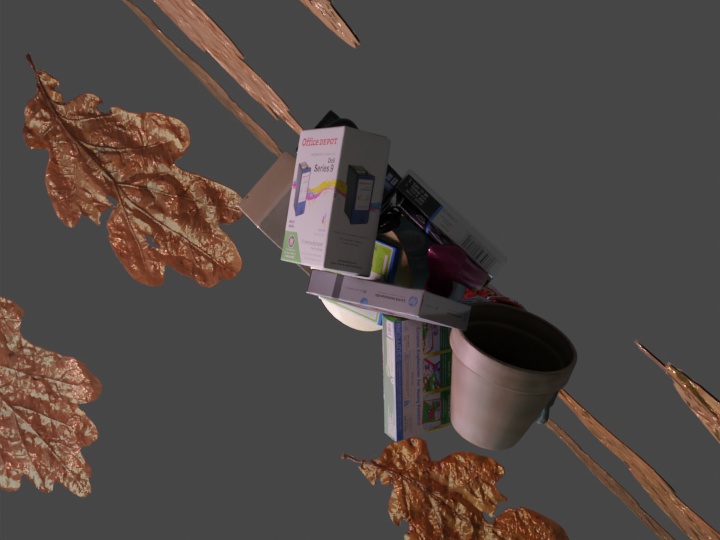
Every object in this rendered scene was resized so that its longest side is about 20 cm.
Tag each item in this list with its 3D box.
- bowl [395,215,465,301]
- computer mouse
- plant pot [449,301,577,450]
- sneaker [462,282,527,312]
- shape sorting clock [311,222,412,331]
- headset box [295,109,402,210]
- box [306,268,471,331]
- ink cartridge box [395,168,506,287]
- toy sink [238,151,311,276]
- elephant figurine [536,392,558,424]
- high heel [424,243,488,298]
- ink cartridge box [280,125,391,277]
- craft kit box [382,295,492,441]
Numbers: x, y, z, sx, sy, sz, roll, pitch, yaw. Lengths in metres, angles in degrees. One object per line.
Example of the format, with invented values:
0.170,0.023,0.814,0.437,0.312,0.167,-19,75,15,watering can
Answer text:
0.084,-0.019,1.438,0.200,0.198,0.107,42,146,39,bowl
-0.025,-0.128,1.339,0.203,0.139,0.046,62,-164,11,computer mouse
0.217,0.174,1.320,0.196,0.177,0.201,12,-154,-6,plant pot
0.219,0.052,1.468,0.200,0.068,0.108,39,178,20,sneaker
0.000,0.000,1.381,0.200,0.201,0.039,43,-147,12,shape sorting clock
-0.017,-0.164,1.462,0.174,0.093,0.200,44,178,3,headset box
0.043,0.043,1.242,0.197,0.042,0.155,9,174,33,box
0.136,-0.057,1.315,0.198,0.043,0.200,43,178,7,ink cartridge box
-0.095,-0.086,1.476,0.200,0.131,0.112,43,178,-36,toy sink
0.320,0.197,1.657,0.201,0.152,0.144,-73,-23,-65,elephant figurine
0.112,-0.001,1.258,0.095,0.068,0.200,32,173,-11,high heel
-0.038,-0.103,1.239,0.086,0.205,0.144,10,-179,-32,ink cartridge box
0.128,0.157,1.380,0.048,0.194,0.205,25,119,60,craft kit box
